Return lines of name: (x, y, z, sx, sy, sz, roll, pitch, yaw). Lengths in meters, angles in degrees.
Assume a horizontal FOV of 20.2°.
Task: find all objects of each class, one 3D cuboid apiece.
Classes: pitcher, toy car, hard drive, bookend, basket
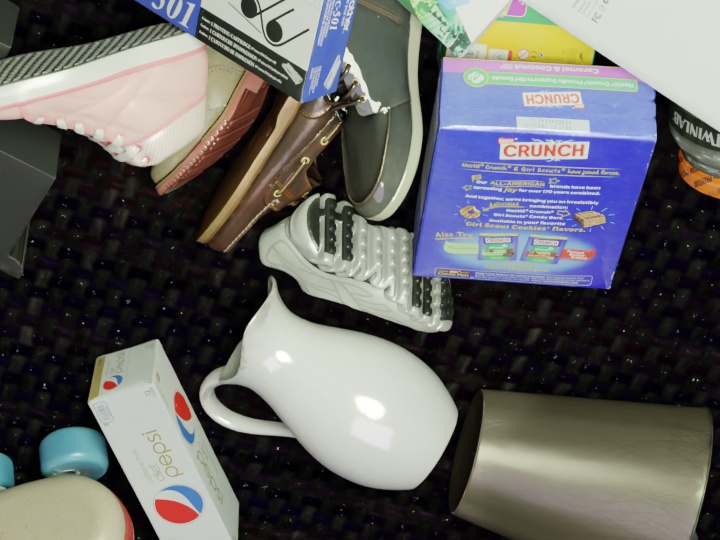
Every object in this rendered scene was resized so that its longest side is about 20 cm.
pitcher: (-0.031, 0.116, 1.745, 0.199, 0.122, 0.172, 31, 138, -8)
toy car: (-0.271, 0.272, 1.822, 0.176, 0.185, 0.200, -14, 151, 7)
hard drive: (0.229, -0.200, 1.479, 0.199, 0.025, 0.132, 33, 125, 2)
bookend: (-0.308, -0.131, 1.585, 0.198, 0.092, 0.200, 26, 116, -19)
basket: (0.186, 0.184, 1.774, 0.199, 0.136, 0.181, 14, 102, -5)

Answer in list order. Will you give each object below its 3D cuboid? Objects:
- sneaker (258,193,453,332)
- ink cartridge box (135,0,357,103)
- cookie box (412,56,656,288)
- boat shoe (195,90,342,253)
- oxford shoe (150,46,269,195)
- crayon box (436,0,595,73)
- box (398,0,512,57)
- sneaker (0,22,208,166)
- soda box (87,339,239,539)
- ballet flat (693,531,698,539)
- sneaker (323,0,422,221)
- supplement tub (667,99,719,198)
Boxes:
sneaker: (0.000, 0.000, 1.683, 0.081, 0.076, 0.200, -22, 141, 38)
ink cartridge box: (-0.094, -0.212, 1.498, 0.200, 0.044, 0.094, 34, 126, 27)
cookie box: (0.135, -0.075, 1.603, 0.170, 0.076, 0.200, 4, 146, -4)
boat shoe: (-0.060, -0.087, 1.631, 0.070, 0.071, 0.200, 29, 117, -17)
oxford shoe: (-0.117, -0.145, 1.609, 0.075, 0.070, 0.200, 43, 117, 6)
crayon box: (0.129, -0.235, 1.551, 0.118, 0.058, 0.201, 4, 122, -5)
box: (0.048, -0.275, 1.483, 0.200, 0.036, 0.144, 44, 125, 1)
sneaker: (-0.201, -0.117, 1.524, 0.199, 0.075, 0.105, -17, 115, -27)
soda box: (-0.172, 0.163, 1.786, 0.063, 0.068, 0.201, -16, 122, 9)
ballet flat: (0.225, 0.296, 1.874, 0.200, 0.073, 0.073, -39, 116, 23)
sneaker: (-0.014, -0.142, 1.535, 0.106, 0.202, 0.075, 9, 169, -37)
supplement tub: (0.303, -0.162, 1.563, 0.122, 0.123, 0.201, 0, 121, -2)
